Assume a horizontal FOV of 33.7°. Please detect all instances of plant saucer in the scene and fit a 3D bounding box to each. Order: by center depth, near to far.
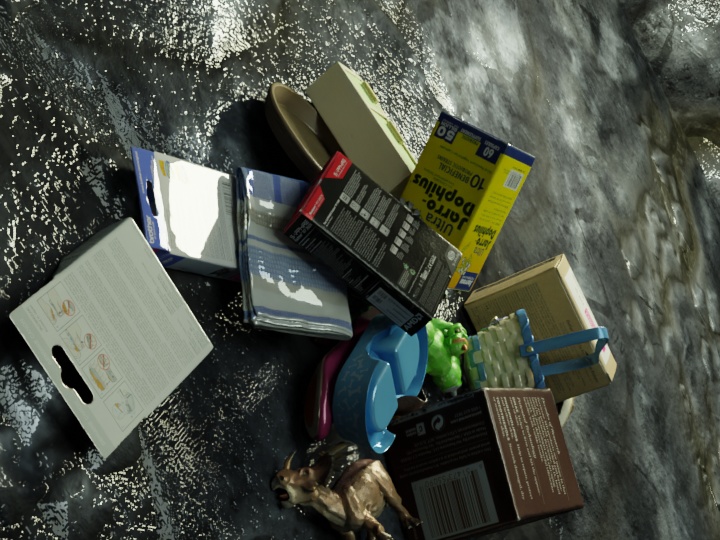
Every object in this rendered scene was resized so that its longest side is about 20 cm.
[{"bbox_3d":[-0.057,-0.157,1.538,0.200,0.029,0.201,46,17,-18],"label":"plant saucer"}]

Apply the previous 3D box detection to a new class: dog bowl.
[{"bbox_3d":[0.024,0.126,1.399,0.200,0.049,0.112,-57,143,-49],"label":"dog bowl"}]

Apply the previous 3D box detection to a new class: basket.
[{"bbox_3d":[0.247,0.127,1.681,0.177,0.198,0.141,78,4,-70],"label":"basket"}]

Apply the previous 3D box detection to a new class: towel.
[{"bbox_3d":[-0.076,-0.019,1.363,0.146,0.024,0.202,12,59,-35],"label":"towel"}]

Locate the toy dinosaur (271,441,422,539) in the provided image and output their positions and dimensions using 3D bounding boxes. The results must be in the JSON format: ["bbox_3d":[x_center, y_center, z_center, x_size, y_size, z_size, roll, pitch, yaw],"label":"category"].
[{"bbox_3d":[-0.004,0.250,1.360,0.200,0.085,0.137,-6,68,-65],"label":"toy dinosaur"}]

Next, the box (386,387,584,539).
[{"bbox_3d":[0.157,0.252,1.528,0.199,0.165,0.166,8,63,-56],"label":"box"}]

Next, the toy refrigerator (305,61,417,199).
[{"bbox_3d":[0.012,-0.183,1.614,0.201,0.070,0.076,58,17,22],"label":"toy refrigerator"}]

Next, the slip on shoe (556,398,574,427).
[{"bbox_3d":[0.316,0.214,1.903,0.061,0.076,0.201,49,27,-17],"label":"slip on shoe"}]

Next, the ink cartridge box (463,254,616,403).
[{"bbox_3d":[0.276,0.099,1.819,0.202,0.164,0.075,63,26,-8],"label":"ink cartridge box"}]

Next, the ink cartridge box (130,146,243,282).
[{"bbox_3d":[-0.185,-0.058,1.312,0.199,0.042,0.121,16,58,-57],"label":"ink cartridge box"}]

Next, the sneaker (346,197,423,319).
[{"bbox_3d":[0.000,0.000,1.468,0.078,0.085,0.200,46,61,-3],"label":"sneaker"}]

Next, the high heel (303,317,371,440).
[{"bbox_3d":[-0.011,0.128,1.410,0.095,0.068,0.201,19,45,-12],"label":"high heel"}]

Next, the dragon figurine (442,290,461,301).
[{"bbox_3d":[0.112,-0.024,1.744,0.100,0.058,0.201,51,35,-27],"label":"dragon figurine"}]

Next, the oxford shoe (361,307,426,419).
[{"bbox_3d":[0.032,0.089,1.527,0.071,0.072,0.202,-13,81,-59],"label":"oxford shoe"}]

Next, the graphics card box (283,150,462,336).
[{"bbox_3d":[0.017,-0.032,1.392,0.199,0.051,0.126,37,44,-9],"label":"graphics card box"}]

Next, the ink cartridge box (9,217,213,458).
[{"bbox_3d":[-0.244,0.063,1.140,0.164,0.057,0.200,59,39,-14],"label":"ink cartridge box"}]

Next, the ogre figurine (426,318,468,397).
[{"bbox_3d":[0.091,0.090,1.601,0.121,0.097,0.201,-104,-176,-49],"label":"ogre figurine"}]

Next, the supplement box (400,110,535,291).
[{"bbox_3d":[0.125,-0.088,1.555,0.108,0.202,0.109,29,9,26],"label":"supplement box"}]
